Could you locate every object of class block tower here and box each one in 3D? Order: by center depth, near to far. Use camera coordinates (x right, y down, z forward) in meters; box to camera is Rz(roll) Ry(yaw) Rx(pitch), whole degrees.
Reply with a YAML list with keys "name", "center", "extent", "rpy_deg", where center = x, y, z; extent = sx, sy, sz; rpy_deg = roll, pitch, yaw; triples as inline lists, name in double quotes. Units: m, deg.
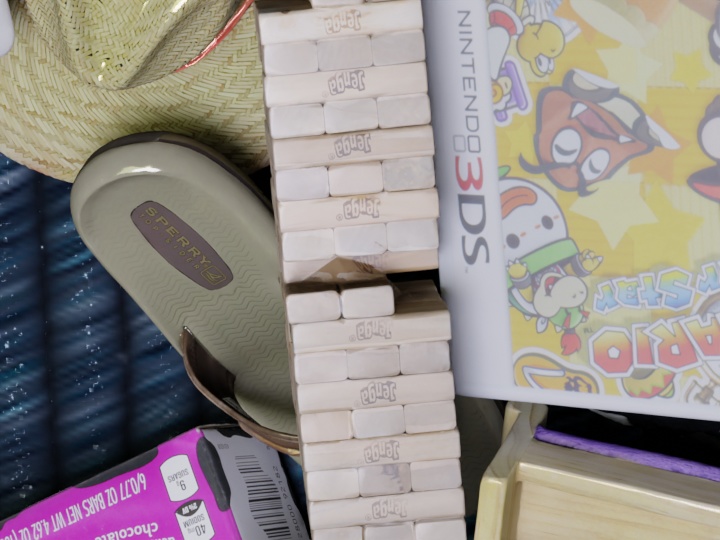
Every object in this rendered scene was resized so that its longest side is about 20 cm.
- name: "block tower"
  center: [0.000, 0.000, 0.795]
  extent: [0.054, 0.058, 0.201]
  rpy_deg: [-6, 101, -3]

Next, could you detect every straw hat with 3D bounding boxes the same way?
- name: "straw hat"
  center: [-0.076, -0.111, 0.814]
  extent: [0.200, 0.085, 0.202]
  rpy_deg: [0, 108, -1]

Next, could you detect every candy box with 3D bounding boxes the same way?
- name: "candy box"
  center: [-0.068, 0.174, 0.901]
  extent: [0.136, 0.061, 0.201]
  rpy_deg: [-26, 78, 22]

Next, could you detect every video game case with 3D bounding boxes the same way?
- name: "video game case"
  center: [0.110, -0.041, 0.756]
  extent: [0.199, 0.023, 0.183]
  rpy_deg: [4, 107, 31]

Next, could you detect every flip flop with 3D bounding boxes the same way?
- name: "flip flop"
  center: [-0.025, 0.030, 0.857]
  extent: [0.081, 0.058, 0.200]
  rpy_deg: [-33, 118, 24]

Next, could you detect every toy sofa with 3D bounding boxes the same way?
- name: "toy sofa"
  center: [0.139, 0.103, 0.822]
  extent: [0.199, 0.098, 0.083]
  rpy_deg: [12, 116, 15]

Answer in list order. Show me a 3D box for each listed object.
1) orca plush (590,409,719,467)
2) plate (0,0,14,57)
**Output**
- name: "orca plush"
  center: [0.136, 0.039, 0.823]
  extent: [0.199, 0.071, 0.106]
  rpy_deg: [23, 111, 10]
- name: "plate"
  center: [-0.222, -0.152, 0.838]
  extent: [0.199, 0.032, 0.201]
  rpy_deg: [-8, 103, 40]
